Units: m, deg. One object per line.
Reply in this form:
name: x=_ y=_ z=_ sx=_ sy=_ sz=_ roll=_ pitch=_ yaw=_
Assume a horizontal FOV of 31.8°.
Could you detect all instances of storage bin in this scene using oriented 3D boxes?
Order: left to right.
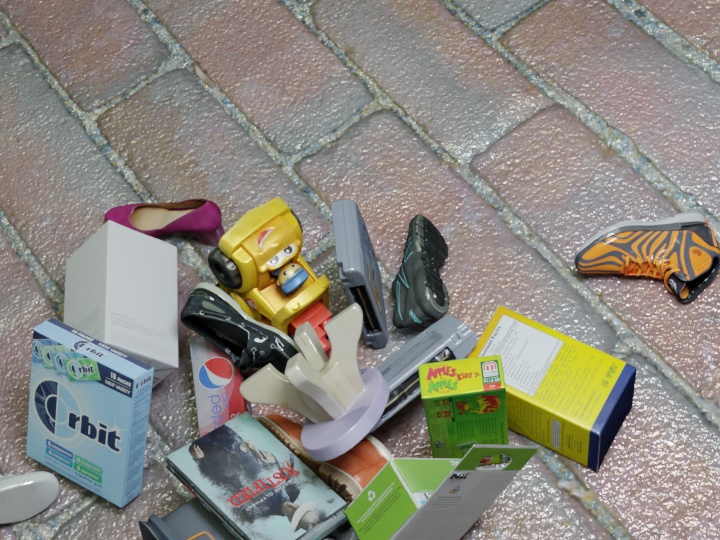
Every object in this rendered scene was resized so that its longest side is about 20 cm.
storage bin: x=-0.160 y=0.351 z=1.553 sx=0.134 sy=0.146 sz=0.200 roll=-35 pitch=59 yaw=-25

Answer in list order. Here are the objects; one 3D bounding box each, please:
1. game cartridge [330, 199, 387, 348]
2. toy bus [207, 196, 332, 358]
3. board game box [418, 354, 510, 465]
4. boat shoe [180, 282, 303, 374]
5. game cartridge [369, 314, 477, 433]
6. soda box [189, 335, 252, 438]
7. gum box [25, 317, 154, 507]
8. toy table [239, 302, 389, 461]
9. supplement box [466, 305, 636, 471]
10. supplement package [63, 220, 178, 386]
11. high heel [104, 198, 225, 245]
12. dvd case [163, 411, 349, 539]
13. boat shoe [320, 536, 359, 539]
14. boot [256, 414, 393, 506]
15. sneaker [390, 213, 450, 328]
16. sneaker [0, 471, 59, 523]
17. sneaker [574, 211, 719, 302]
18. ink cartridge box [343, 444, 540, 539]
game cartridge: x=0.000 y=0.000 z=1.711 sx=0.041 sy=0.201 sz=0.134 roll=-8 pitch=56 yaw=9
toy bus: x=-0.101 y=0.032 z=1.710 sx=0.135 sy=0.201 sz=0.192 roll=-36 pitch=64 yaw=-26
board game box: x=0.131 y=0.180 z=1.571 sx=0.100 sy=0.201 sz=0.048 roll=-8 pitch=56 yaw=4
boat shoe: x=-0.154 y=0.098 z=1.677 sx=0.199 sy=0.075 sz=0.066 roll=40 pitch=46 yaw=-2
game cartridge: x=0.058 y=0.135 z=1.656 sx=0.199 sy=0.133 sz=0.041 roll=-38 pitch=103 yaw=-3
soda box: x=-0.184 y=0.183 z=1.704 sx=0.069 sy=0.064 sz=0.202 roll=-13 pitch=55 yaw=0
gum box: x=-0.357 y=0.186 z=1.654 sx=0.169 sy=0.202 sz=0.044 roll=23 pitch=28 yaw=22
toy table: x=-0.045 y=0.139 z=1.572 sx=0.183 sy=0.200 sz=0.118 roll=-38 pitch=101 yaw=-2
supplement box: x=0.240 y=0.150 z=1.629 sx=0.198 sy=0.110 sz=0.109 roll=25 pitch=64 yaw=22
supplement package: x=-0.331 y=0.057 z=1.750 sx=0.121 sy=0.119 sz=0.202 roll=-36 pitch=46 yaw=37
high heel: x=-0.297 y=-0.089 z=1.879 sx=0.197 sy=0.097 sz=0.068 roll=5 pitch=57 yaw=12
dvd case: x=-0.125 y=0.267 z=1.559 sx=0.200 sy=0.022 sz=0.145 roll=40 pitch=41 yaw=24
boat shoe: x=0.012 y=0.362 z=1.549 sx=0.198 sy=0.074 sz=0.061 roll=20 pitch=60 yaw=19
boot: x=-0.047 y=0.235 z=1.653 sx=0.199 sy=0.076 sz=0.107 roll=29 pitch=46 yaw=30
sneaker: x=0.075 y=-0.001 z=1.775 sx=0.079 sy=0.075 sz=0.201 roll=-35 pitch=31 yaw=28
sneaker: x=-0.500 y=0.294 z=1.682 sx=0.198 sy=0.076 sz=0.089 roll=-19 pitch=44 yaw=-2
sneaker: x=0.398 y=-0.009 z=1.727 sx=0.198 sy=0.078 sz=0.113 roll=-15 pitch=55 yaw=-1
ink cartridge box: x=0.098 y=0.251 z=1.509 sx=0.201 sy=0.147 sz=0.076 roll=-52 pitch=54 yaw=22
